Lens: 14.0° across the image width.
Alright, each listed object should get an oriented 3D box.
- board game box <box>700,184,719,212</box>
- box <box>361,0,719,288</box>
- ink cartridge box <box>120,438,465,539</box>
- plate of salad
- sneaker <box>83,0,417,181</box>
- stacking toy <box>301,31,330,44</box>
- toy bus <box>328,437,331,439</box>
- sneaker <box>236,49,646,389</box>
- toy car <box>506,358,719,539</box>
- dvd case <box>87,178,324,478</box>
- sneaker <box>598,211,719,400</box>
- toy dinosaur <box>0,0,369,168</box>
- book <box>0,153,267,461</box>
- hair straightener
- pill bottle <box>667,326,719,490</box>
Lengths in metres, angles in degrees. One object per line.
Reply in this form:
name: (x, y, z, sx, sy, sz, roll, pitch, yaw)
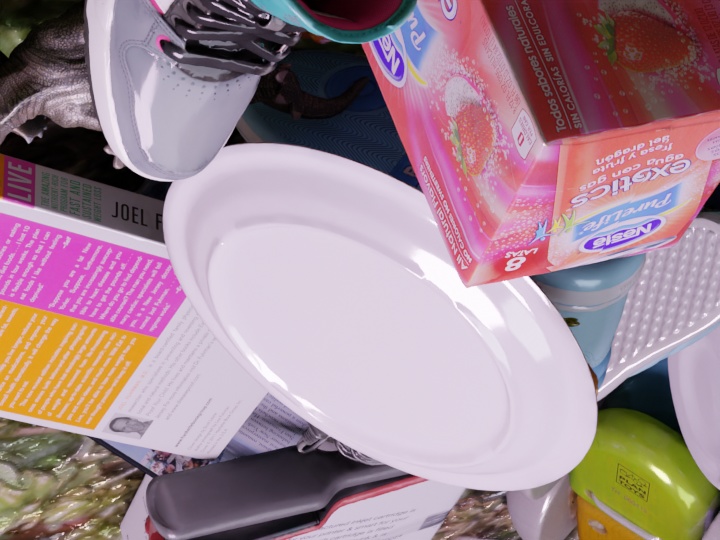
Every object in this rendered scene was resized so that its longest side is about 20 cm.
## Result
board game box: (0.172, -0.003, 1.557, 0.199, 0.035, 0.136, -21, 154, 1)
box: (0.056, -0.108, 1.075, 0.094, 0.201, 0.103, -11, 154, -23)
ink cartridge box: (-0.031, 0.115, 1.581, 0.145, 0.084, 0.200, -8, 152, -24)
plate of salad: (0.010, 0.015, 1.192, 0.048, 0.199, 0.200, -56, 172, -31)
sneaker: (-0.032, -0.099, 1.040, 0.083, 0.121, 0.201, -3, 123, -29)
stacking toy: (0.058, -0.109, 1.217, 0.199, 0.117, 0.110, 4, 148, -15)
toy bus: (0.000, 0.000, 1.374, 0.078, 0.065, 0.200, 35, 135, -7)
sneaker: (0.025, -0.004, 1.257, 0.079, 0.199, 0.131, -41, 149, -35)
toy car: (0.182, 0.113, 1.682, 0.150, 0.175, 0.200, -51, 159, -16)
dvd case: (-0.069, 0.033, 1.372, 0.142, 0.018, 0.200, 33, 134, -9)
sneaker: (0.119, 0.029, 1.468, 0.199, 0.074, 0.082, -23, 174, 27)
toy dinosaur: (-0.086, -0.085, 1.170, 0.199, 0.102, 0.077, -18, 117, -33)
book: (-0.125, 0.015, 1.291, 0.199, 0.048, 0.134, 17, 137, -24)
hair straightener: (-0.003, 0.091, 1.365, 0.199, 0.041, 0.077, -11, 150, -8)
pill bottle: (0.273, 0.045, 1.557, 0.199, 0.112, 0.111, -13, 154, -17)
